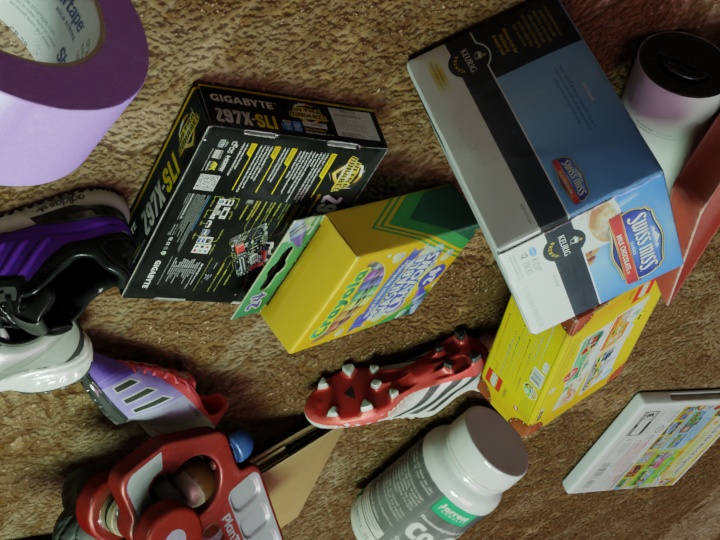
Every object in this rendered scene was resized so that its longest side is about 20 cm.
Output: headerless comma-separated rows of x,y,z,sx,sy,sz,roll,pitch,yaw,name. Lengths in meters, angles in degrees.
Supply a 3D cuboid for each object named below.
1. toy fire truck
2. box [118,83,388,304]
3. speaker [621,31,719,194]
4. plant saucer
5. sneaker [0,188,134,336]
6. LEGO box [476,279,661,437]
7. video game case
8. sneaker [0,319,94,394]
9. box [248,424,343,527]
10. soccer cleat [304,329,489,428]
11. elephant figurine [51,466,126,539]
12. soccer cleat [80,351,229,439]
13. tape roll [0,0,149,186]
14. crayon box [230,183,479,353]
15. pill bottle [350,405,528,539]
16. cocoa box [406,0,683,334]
-0.157,0.232,1.232,0.168,0.112,0.201,-38,126,-34,toy fire truck
-0.093,-0.053,1.054,0.159,0.049,0.200,2,139,-33,box
0.252,-0.106,1.132,0.081,0.081,0.200,-10,143,-15,speaker
0.311,-0.090,1.126,0.200,0.037,0.200,-54,162,-17,plant saucer
-0.265,0.012,1.003,0.199,0.100,0.070,-22,143,0,sneaker
0.210,0.051,1.283,0.149,0.077,0.200,-28,151,-30,LEGO box
0.379,0.219,1.680,0.181,0.023,0.200,1,138,-28,video game case
-0.326,0.074,1.090,0.199,0.074,0.080,-20,136,-12,sneaker
-0.102,0.245,1.412,0.163,0.021,0.200,-28,154,-40,box
0.041,0.126,1.345,0.199,0.069,0.085,-21,141,-9,soccer cleat
-0.248,0.261,1.300,0.141,0.156,0.200,-25,145,11,elephant figurine
-0.195,0.110,1.213,0.073,0.068,0.200,-42,143,0,soccer cleat
-0.219,-0.144,0.734,0.199,0.201,0.066,16,132,-41,tape roll
0.000,0.000,1.109,0.199,0.052,0.126,-15,150,-46,crayon box
0.089,0.247,1.489,0.113,0.113,0.200,15,131,-40,pill bottle
0.141,-0.083,1.002,0.131,0.201,0.134,-25,145,5,cocoa box
